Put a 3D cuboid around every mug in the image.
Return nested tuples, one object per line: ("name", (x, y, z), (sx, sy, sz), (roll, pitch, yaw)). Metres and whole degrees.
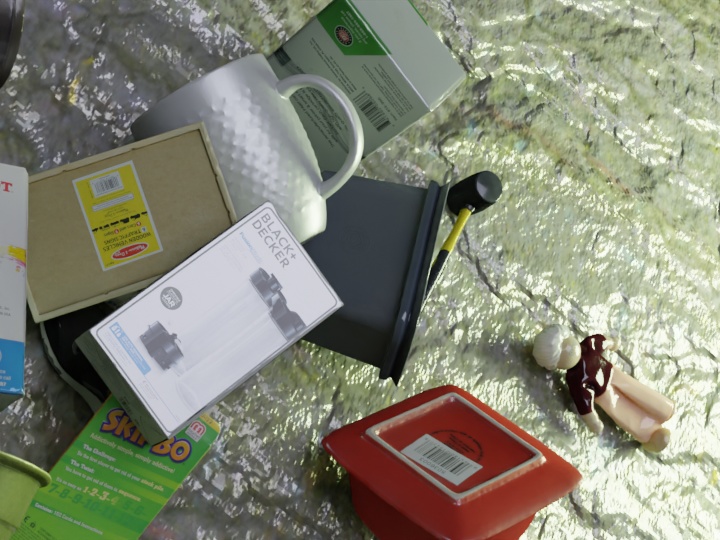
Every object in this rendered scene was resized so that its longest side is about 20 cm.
("mug", (-0.092, -0.106, 1.519), (0.176, 0.199, 0.148), (61, 13, 0))

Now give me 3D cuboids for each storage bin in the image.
("storage bin", (0.000, 0.000, 1.620), (0.134, 0.146, 0.201), (16, 58, 0))

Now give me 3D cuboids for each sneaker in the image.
("sneaker", (-0.208, 0.095, 1.436), (0.076, 0.087, 0.201), (-31, 90, -41))

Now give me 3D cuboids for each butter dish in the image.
("butter dish", (0.081, 0.228, 1.569), (0.199, 0.149, 0.200), (-18, 40, -41))

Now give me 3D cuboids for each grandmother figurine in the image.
("grandmother figurine", (0.273, 0.122, 1.812), (0.200, 0.060, 0.122), (34, 44, -24))

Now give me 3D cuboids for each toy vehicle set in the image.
("toy vehicle set", (-0.213, -0.043, 1.423), (0.199, 0.027, 0.125), (-18, 91, -9))

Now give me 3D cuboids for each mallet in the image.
("mallet", (0.100, -0.028, 1.740), (0.041, 0.066, 0.201), (37, 53, -16))

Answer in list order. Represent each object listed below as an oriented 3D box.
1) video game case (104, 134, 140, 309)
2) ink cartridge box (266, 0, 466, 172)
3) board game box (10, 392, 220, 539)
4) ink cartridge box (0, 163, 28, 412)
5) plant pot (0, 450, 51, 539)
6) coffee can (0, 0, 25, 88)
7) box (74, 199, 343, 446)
("video game case", (-0.182, -0.030, 1.556), (0.182, 0.022, 0.200), (41, 51, -15))
("ink cartridge box", (-0.013, -0.193, 1.641), (0.147, 0.200, 0.083), (52, 46, -7))
("board game box", (-0.215, 0.184, 1.368), (0.095, 0.030, 0.200), (40, 82, -9))
("ink cartridge box", (-0.366, 0.018, 1.312), (0.147, 0.144, 0.201), (12, 64, -32))
("plant pot", (-0.357, 0.225, 1.220), (0.199, 0.200, 0.191), (22, 71, -28))
("coffee can", (-0.412, -0.233, 1.390), (0.199, 0.146, 0.147), (2, 69, -36))
("box", (-0.128, 0.043, 1.367), (0.200, 0.060, 0.117), (-36, 93, -24))
